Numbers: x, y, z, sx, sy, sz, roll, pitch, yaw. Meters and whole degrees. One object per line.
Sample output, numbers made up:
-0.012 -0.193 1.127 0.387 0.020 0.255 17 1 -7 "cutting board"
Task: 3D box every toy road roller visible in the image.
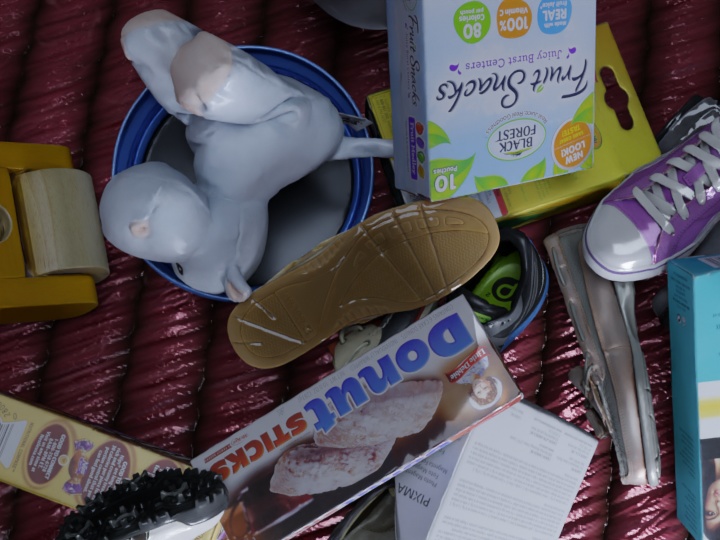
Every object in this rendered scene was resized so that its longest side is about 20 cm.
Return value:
-0.301 -0.014 0.764 0.199 0.146 0.123 -4 75 -40 "toy road roller"

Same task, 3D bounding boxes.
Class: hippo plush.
-0.103 -0.073 0.734 0.200 0.159 0.161 23 98 -38 "hippo plush"

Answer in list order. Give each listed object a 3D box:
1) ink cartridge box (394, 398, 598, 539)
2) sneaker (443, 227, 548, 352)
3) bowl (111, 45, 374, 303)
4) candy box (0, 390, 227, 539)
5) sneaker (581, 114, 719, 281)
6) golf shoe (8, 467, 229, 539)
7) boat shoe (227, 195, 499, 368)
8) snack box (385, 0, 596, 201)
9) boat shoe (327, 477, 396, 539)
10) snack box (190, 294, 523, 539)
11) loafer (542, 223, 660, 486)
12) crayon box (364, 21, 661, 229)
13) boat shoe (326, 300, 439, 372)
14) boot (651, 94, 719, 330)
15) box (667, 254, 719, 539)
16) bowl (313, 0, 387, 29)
0.073 0.180 0.701 0.057 0.162 0.201 24 86 42 "ink cartridge box"
0.070 0.052 0.742 0.071 0.083 0.200 19 64 30 "sneaker"
-0.089 -0.072 0.804 0.200 0.039 0.201 0 78 -1 "bowl"
-0.182 0.136 0.721 0.199 0.117 0.057 18 79 3 "candy box"
0.238 -0.076 0.718 0.200 0.114 0.073 -35 69 -6 "sneaker"
-0.158 0.191 0.628 0.199 0.078 0.095 -27 101 3 "golf shoe"
0.000 0.000 0.734 0.199 0.069 0.074 -23 101 6 "boat shoe"
0.089 -0.159 0.695 0.142 0.053 0.201 -13 111 -26 "snack box"
0.043 0.170 0.743 0.073 0.065 0.200 42 80 9 "boat shoe"
-0.003 0.098 0.640 0.200 0.024 0.072 -32 73 5 "snack box"
0.178 0.061 0.773 0.063 0.072 0.201 -9 72 14 "loafer"
0.116 -0.100 0.806 0.199 0.051 0.127 -17 80 -4 "crayon box"
-0.001 0.076 0.761 0.062 0.071 0.200 27 79 13 "boat shoe"
0.266 -0.055 0.800 0.200 0.070 0.132 -37 75 -14 "boot"
0.265 0.089 0.731 0.082 0.049 0.201 -7 103 -2 "box"
0.043 -0.249 0.795 0.200 0.090 0.202 -21 43 21 "bowl"
